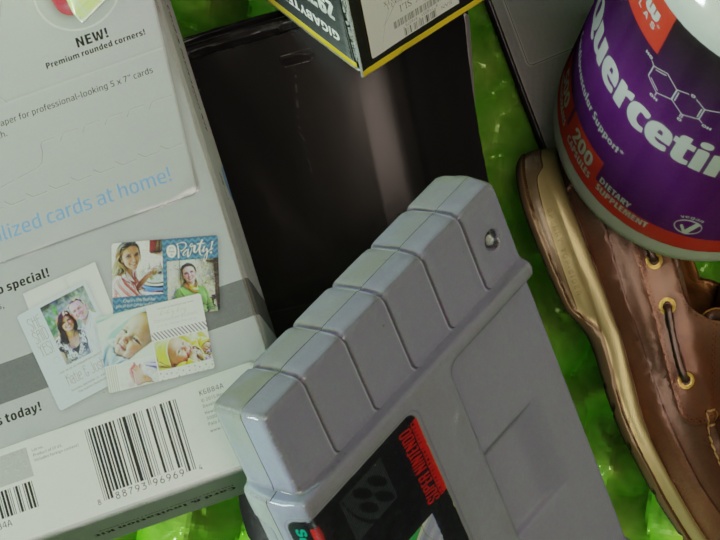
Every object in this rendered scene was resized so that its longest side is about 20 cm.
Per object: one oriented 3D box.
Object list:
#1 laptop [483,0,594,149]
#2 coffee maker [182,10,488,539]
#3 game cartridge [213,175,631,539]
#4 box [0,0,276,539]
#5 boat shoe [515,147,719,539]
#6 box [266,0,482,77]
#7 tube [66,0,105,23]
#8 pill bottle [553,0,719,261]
[{"bbox_3d":[0.157,-0.139,0.932,0.199,0.116,0.189,-23,95,-11],"label":"laptop"},{"bbox_3d":[0.000,0.000,0.862,0.133,0.192,0.202,-14,93,5],"label":"coffee maker"},{"bbox_3d":[0.032,0.086,0.780,0.130,0.038,0.201,-48,129,-34],"label":"game cartridge"},{"bbox_3d":[-0.118,-0.003,0.791,0.155,0.041,0.202,-19,74,1],"label":"box"},{"bbox_3d":[0.131,0.033,0.941,0.067,0.072,0.201,-23,100,12],"label":"boat shoe"},{"bbox_3d":[-0.001,-0.172,0.853,0.159,0.200,0.050,-35,140,-19],"label":"box"},{"bbox_3d":[-0.116,-0.167,0.823,0.052,0.200,0.058,-10,132,-33],"label":"tube"},{"bbox_3d":[0.142,-0.092,0.825,0.111,0.200,0.113,4,64,-8],"label":"pill bottle"}]
